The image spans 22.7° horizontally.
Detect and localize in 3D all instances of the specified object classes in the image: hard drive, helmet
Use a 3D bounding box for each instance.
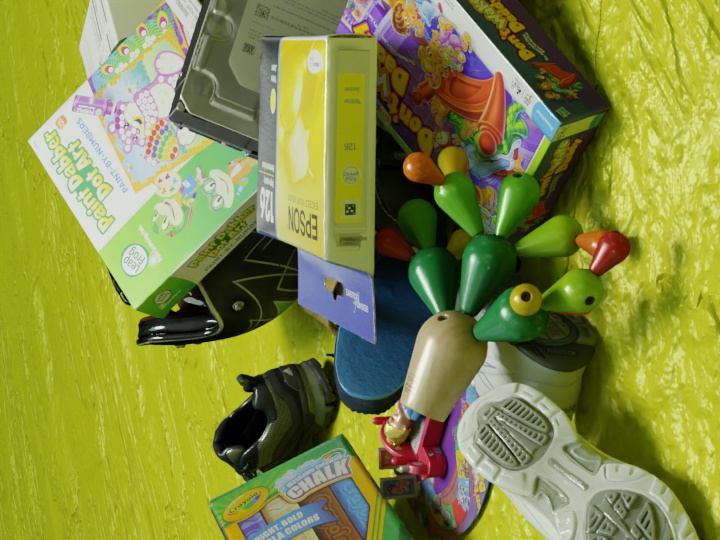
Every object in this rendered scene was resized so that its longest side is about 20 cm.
[{"bbox_3d":[-0.056,-0.180,1.380,0.038,0.140,0.200,-36,35,64],"label":"hard drive"},{"bbox_3d":[-0.129,-0.030,1.582,0.191,0.200,0.200,-21,69,34],"label":"helmet"}]

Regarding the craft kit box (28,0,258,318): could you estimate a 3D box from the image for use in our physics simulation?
[{"bbox_3d":[-0.153,-0.100,1.465,0.198,0.049,0.200,-45,62,17],"label":"craft kit box"}]

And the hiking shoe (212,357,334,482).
[{"bbox_3d":[-0.090,0.163,1.623,0.076,0.101,0.200,-120,35,-51],"label":"hiking shoe"}]

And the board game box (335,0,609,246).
[{"bbox_3d":[0.067,-0.128,1.203,0.200,0.045,0.135,53,143,24],"label":"board game box"}]

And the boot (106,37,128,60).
[{"bbox_3d":[-0.120,-0.184,1.536,0.200,0.066,0.165,2,62,34],"label":"boot"}]

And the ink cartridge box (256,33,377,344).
[{"bbox_3d":[-0.033,-0.062,1.240,0.198,0.047,0.200,-159,71,-72],"label":"ink cartridge box"}]

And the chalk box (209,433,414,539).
[{"bbox_3d":[-0.030,0.224,1.405,0.200,0.124,0.125,54,167,55],"label":"chalk box"}]

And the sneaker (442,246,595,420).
[{"bbox_3d":[0.088,0.044,1.219,0.200,0.074,0.087,-126,35,-56],"label":"sneaker"}]

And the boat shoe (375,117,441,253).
[{"bbox_3d":[0.036,-0.083,1.300,0.062,0.075,0.200,-58,12,30],"label":"boat shoe"}]

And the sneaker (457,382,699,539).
[{"bbox_3d":[0.148,0.151,1.092,0.200,0.078,0.099,48,179,36],"label":"sneaker"}]

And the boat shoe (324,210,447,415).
[{"bbox_3d":[0.030,0.034,1.316,0.069,0.084,0.200,102,-170,-48],"label":"boat shoe"}]

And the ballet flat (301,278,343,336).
[{"bbox_3d":[0.000,0.000,1.438,0.063,0.069,0.200,53,160,12],"label":"ballet flat"}]

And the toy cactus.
[{"bbox_3d":[0.069,0.013,1.121,0.200,0.102,0.165,25,91,42],"label":"toy cactus"}]

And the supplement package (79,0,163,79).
[{"bbox_3d":[-0.170,-0.180,1.721,0.111,0.156,0.200,115,146,-47],"label":"supplement package"}]

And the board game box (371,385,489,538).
[{"bbox_3d":[0.043,0.105,1.369,0.158,0.039,0.200,156,110,-66],"label":"board game box"}]
